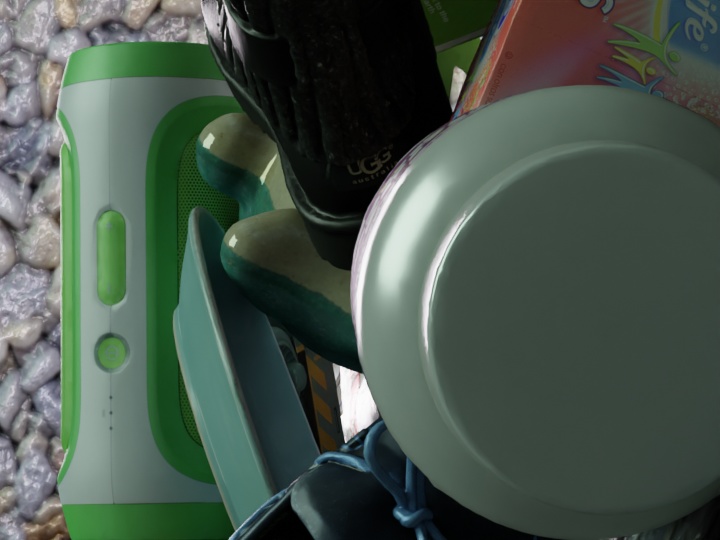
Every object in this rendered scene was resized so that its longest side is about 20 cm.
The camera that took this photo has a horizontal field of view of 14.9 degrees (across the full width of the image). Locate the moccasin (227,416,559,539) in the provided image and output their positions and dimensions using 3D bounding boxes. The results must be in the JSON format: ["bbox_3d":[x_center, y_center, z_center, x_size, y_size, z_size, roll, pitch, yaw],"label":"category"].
[{"bbox_3d":[0.008,0.090,0.842,0.200,0.081,0.068,-42,-12,20],"label":"moccasin"}]

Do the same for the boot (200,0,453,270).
[{"bbox_3d":[-0.025,-0.116,0.955,0.211,0.079,0.158,-119,4,-53],"label":"boot"}]

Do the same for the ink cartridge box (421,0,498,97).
[{"bbox_3d":[0.040,-0.133,1.183,0.076,0.200,0.148,-20,33,21],"label":"ink cartridge box"}]

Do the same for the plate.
[{"bbox_3d":[-0.035,0.073,1.030,0.200,0.025,0.201,-20,-90,-87],"label":"plate"}]

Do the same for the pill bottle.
[{"bbox_3d":[0.053,0.008,0.704,0.200,0.112,0.113,-122,56,-87],"label":"pill bottle"}]

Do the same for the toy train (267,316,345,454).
[{"bbox_3d":[-0.044,0.097,1.225,0.114,0.085,0.201,-27,-72,-70],"label":"toy train"}]

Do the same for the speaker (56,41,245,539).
[{"bbox_3d":[-0.083,0.011,1.126,0.088,0.088,0.201,133,137,-84],"label":"speaker"}]

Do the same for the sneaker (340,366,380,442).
[{"bbox_3d":[0.026,0.089,1.287,0.201,0.067,0.108,-117,31,-72],"label":"sneaker"}]

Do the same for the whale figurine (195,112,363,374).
[{"bbox_3d":[0.000,0.000,1.054,0.104,0.159,0.200,-63,-5,21],"label":"whale figurine"}]

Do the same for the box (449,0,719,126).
[{"bbox_3d":[0.095,-0.082,0.878,0.103,0.094,0.201,122,171,-74],"label":"box"}]
